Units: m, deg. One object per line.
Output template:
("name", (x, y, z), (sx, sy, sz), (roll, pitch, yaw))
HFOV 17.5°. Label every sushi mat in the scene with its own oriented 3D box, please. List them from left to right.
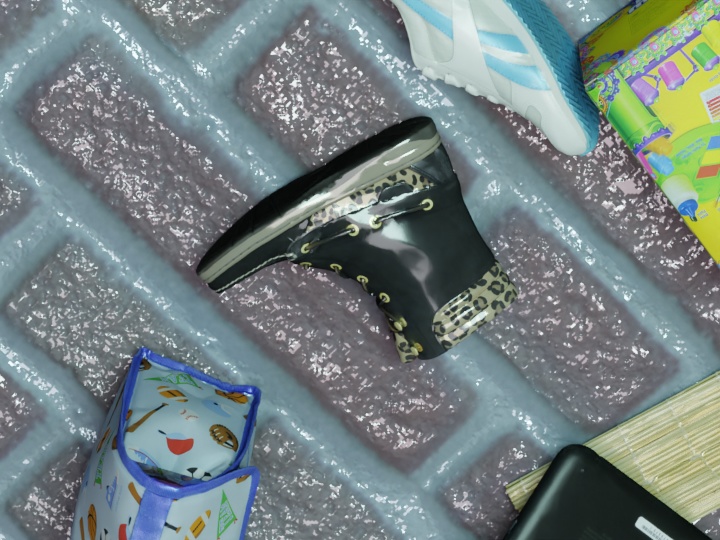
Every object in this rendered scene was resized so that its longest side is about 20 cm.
("sushi mat", (0.213, 0.151, 1.712), (0.199, 0.012, 0.096), (-30, 108, 14))

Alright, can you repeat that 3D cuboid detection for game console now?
("game console", (0.166, 0.246, 1.737), (0.199, 0.116, 0.177), (36, 81, -16))

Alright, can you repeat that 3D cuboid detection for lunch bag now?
("lunch bag", (-0.142, 0.179, 1.646), (0.123, 0.200, 0.171), (17, 110, -3))

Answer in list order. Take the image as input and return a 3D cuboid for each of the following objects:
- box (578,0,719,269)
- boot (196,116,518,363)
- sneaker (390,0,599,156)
("box", (0.280, -0.122, 1.548), (0.199, 0.122, 0.193), (-35, 105, 14))
("boot", (0.000, 0.000, 1.641), (0.199, 0.073, 0.151), (-31, 106, 8))
("sneaker", (0.085, -0.152, 1.580), (0.081, 0.077, 0.200), (-38, 98, 25))
